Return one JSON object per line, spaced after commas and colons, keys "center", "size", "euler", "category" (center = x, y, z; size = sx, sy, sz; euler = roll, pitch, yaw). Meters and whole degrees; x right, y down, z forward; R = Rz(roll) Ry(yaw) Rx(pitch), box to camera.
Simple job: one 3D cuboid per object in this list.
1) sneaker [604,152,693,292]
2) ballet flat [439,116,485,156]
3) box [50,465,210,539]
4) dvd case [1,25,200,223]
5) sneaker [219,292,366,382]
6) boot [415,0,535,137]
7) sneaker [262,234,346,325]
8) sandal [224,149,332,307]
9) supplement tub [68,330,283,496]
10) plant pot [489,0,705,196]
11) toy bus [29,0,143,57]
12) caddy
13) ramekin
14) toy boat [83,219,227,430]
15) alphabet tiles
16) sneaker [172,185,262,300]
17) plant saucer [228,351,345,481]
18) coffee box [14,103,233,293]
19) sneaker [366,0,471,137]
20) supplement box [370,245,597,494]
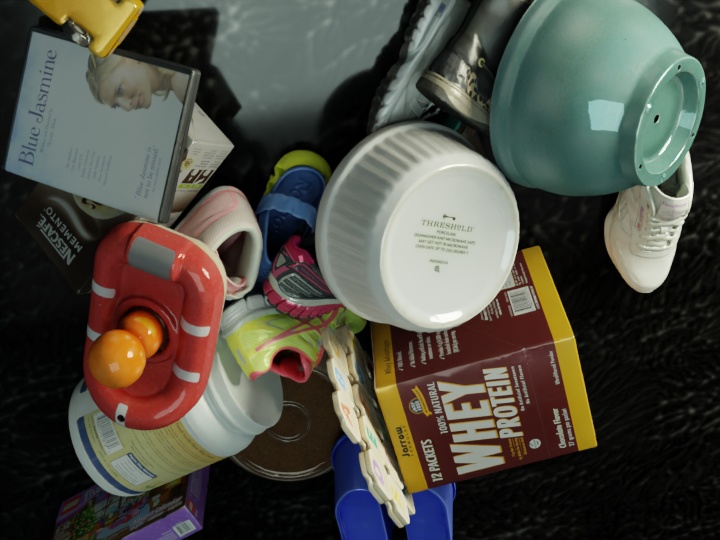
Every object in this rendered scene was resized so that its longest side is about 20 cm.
{"center": [0.300, -0.060, 1.129], "size": [0.074, 0.100, 0.203], "euler": [-6, 117, -2], "category": "sneaker"}
{"center": [0.046, -0.077, 1.130], "size": [0.199, 0.068, 0.067], "euler": [-35, 119, 15], "category": "ballet flat"}
{"center": [-0.266, 0.279, 1.248], "size": [0.198, 0.137, 0.039], "euler": [-29, 115, 11], "category": "box"}
{"center": [-0.248, -0.140, 1.029], "size": [0.197, 0.017, 0.145], "euler": [18, 100, 24], "category": "dvd case"}
{"center": [-0.064, 0.074, 1.143], "size": [0.198, 0.091, 0.078], "euler": [-6, 155, -45], "category": "sneaker"}
{"center": [0.151, -0.201, 1.049], "size": [0.199, 0.073, 0.152], "euler": [20, 100, -44], "category": "boot"}
{"center": [0.000, 0.000, 1.112], "size": [0.198, 0.081, 0.075], "euler": [-8, 137, -35], "category": "sneaker"}
{"center": [-0.095, -0.027, 1.136], "size": [0.078, 0.087, 0.202], "euler": [20, 115, -14], "category": "sandal"}
{"center": [-0.196, 0.144, 1.166], "size": [0.198, 0.145, 0.145], "euler": [-24, 115, 21], "category": "supplement tub"}
{"center": [0.231, -0.154, 1.005], "size": [0.199, 0.133, 0.203], "euler": [-28, 131, -37], "category": "plant pot"}
{"center": [-0.289, -0.282, 0.989], "size": [0.199, 0.078, 0.065], "euler": [39, 102, -9], "category": "toy bus"}
{"center": [0.040, 0.254, 1.263], "size": [0.139, 0.106, 0.202], "euler": [-5, 134, 5], "category": "caddy"}
{"center": [0.063, -0.034, 1.041], "size": [0.200, 0.094, 0.206], "euler": [-11, 113, -27], "category": "ramekin"}
{"center": [-0.206, 0.064, 1.004], "size": [0.129, 0.131, 0.203], "euler": [20, 120, 10], "category": "toy boat"}
{"center": [0.012, 0.152, 1.095], "size": [0.014, 0.202, 0.196], "euler": [-22, 134, 11], "category": "alphabet tiles"}
{"center": [-0.170, 0.014, 1.078], "size": [0.075, 0.105, 0.201], "euler": [37, 95, -34], "category": "sneaker"}
{"center": [-0.083, 0.167, 1.260], "size": [0.197, 0.035, 0.203], "euler": [-1, 115, -2], "category": "plant saucer"}
{"center": [-0.235, -0.088, 1.079], "size": [0.113, 0.080, 0.200], "euler": [46, 109, 14], "category": "coffee box"}
{"center": [0.064, -0.176, 1.075], "size": [0.081, 0.075, 0.202], "euler": [22, 112, -11], "category": "sneaker"}
{"center": [0.121, 0.099, 1.143], "size": [0.197, 0.198, 0.134], "euler": [-15, 117, 6], "category": "supplement box"}
